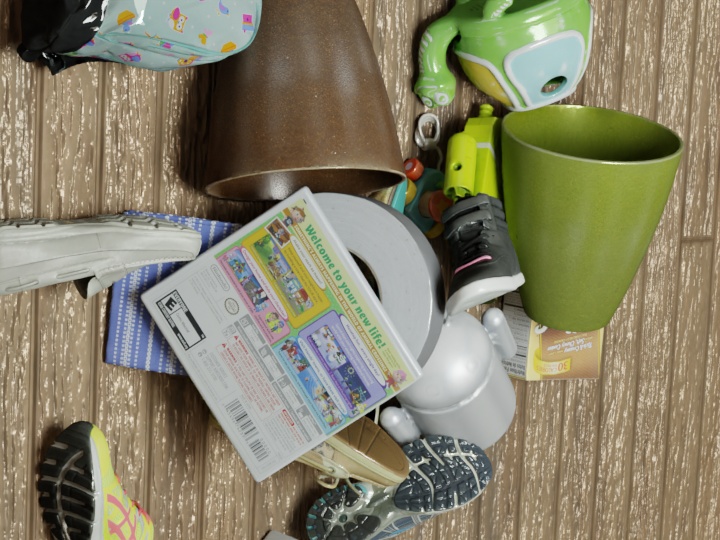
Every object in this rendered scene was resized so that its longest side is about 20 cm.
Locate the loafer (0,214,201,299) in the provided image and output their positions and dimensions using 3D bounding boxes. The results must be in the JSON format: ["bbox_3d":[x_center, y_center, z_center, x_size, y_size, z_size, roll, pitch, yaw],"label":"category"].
[{"bbox_3d":[-0.236,-0.011,1.531,0.198,0.070,0.071,-3,101,-20],"label":"loafer"}]

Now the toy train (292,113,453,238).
[{"bbox_3d":[0.027,-0.081,1.759,0.199,0.055,0.152,-21,111,-35],"label":"toy train"}]

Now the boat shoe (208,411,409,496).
[{"bbox_3d":[-0.048,0.160,1.682,0.199,0.073,0.063,28,112,0],"label":"boat shoe"}]

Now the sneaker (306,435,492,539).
[{"bbox_3d":[0.038,0.229,1.776,0.198,0.086,0.078,-20,72,-6],"label":"sneaker"}]

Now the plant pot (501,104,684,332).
[{"bbox_3d":[0.225,-0.046,1.801,0.186,0.186,0.202,-12,117,-37],"label":"plant pot"}]

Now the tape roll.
[{"bbox_3d":[-0.023,0.028,1.629,0.066,0.198,0.203,3,97,-77],"label":"tape roll"}]

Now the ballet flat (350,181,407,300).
[{"bbox_3d":[0.000,0.000,1.689,0.070,0.070,0.203,11,85,-40],"label":"ballet flat"}]

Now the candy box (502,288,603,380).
[{"bbox_3d":[0.216,0.018,1.931,0.114,0.055,0.203,2,95,-37],"label":"candy box"}]

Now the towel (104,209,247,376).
[{"bbox_3d":[-0.127,0.027,1.594,0.197,0.024,0.147,8,94,3],"label":"towel"}]

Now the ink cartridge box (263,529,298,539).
[{"bbox_3d":[-0.083,0.362,1.680,0.200,0.144,0.085,-50,123,-22],"label":"ink cartridge box"}]

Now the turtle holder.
[{"bbox_3d":[0.155,-0.230,1.786,0.185,0.140,0.133,-33,118,-33],"label":"turtle holder"}]

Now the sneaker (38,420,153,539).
[{"bbox_3d":[-0.231,0.224,1.590,0.090,0.078,0.202,-24,118,-43],"label":"sneaker"}]

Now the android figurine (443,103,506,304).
[{"bbox_3d":[0.128,-0.074,1.811,0.182,0.041,0.202,54,39,-57],"label":"android figurine"}]

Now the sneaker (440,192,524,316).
[{"bbox_3d":[0.104,-0.018,1.641,0.200,0.070,0.100,-23,92,-76],"label":"sneaker"}]

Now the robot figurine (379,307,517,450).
[{"bbox_3d":[0.091,0.113,1.786,0.170,0.113,0.201,-45,142,-13],"label":"robot figurine"}]

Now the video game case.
[{"bbox_3d":[-0.070,0.058,1.571,0.181,0.022,0.201,-32,91,6],"label":"video game case"}]

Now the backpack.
[{"bbox_3d":[-0.185,-0.240,1.512,0.199,0.126,0.169,10,87,-43],"label":"backpack"}]

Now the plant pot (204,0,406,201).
[{"bbox_3d":[-0.056,-0.177,1.611,0.185,0.186,0.203,2,83,-40],"label":"plant pot"}]

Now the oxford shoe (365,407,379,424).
[{"bbox_3d":[-0.003,0.098,1.741,0.070,0.074,0.203,-3,99,-16],"label":"oxford shoe"}]
